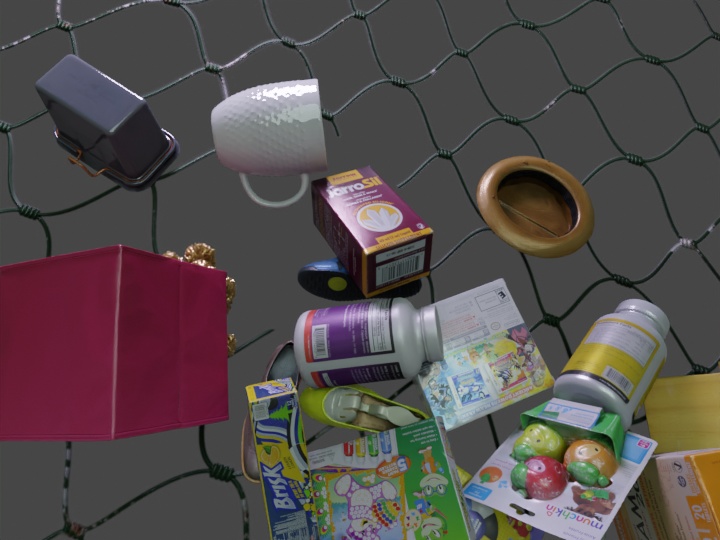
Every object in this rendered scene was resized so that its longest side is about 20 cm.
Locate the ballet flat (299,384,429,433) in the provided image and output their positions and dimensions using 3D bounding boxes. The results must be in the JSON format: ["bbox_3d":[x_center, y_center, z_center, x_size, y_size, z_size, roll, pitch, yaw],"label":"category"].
[{"bbox_3d":[0.010,0.200,0.759,0.198,0.067,0.067,16,69,1],"label":"ballet flat"}]

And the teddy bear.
[{"bbox_3d":[-0.254,0.051,0.792,0.144,0.067,0.202,0,68,-3],"label":"teddy bear"}]

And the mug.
[{"bbox_3d":[-0.145,-0.203,0.871,0.174,0.148,0.202,-7,100,-2],"label":"mug"}]

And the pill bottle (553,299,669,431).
[{"bbox_3d":[0.383,0.137,0.788,0.112,0.112,0.200,42,61,11],"label":"pill bottle"}]

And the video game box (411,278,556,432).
[{"bbox_3d":[0.170,0.130,0.813,0.199,0.047,0.183,-18,69,-11],"label":"video game box"}]

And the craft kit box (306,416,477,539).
[{"bbox_3d":[0.038,0.314,0.688,0.199,0.048,0.199,-21,71,15],"label":"craft kit box"}]

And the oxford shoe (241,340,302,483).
[{"bbox_3d":[-0.126,0.194,0.745,0.071,0.073,0.202,12,69,-1],"label":"oxford shoe"}]

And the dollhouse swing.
[{"bbox_3d":[0.562,0.253,0.808,0.181,0.175,0.202,20,60,-43],"label":"dollhouse swing"}]

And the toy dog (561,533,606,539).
[{"bbox_3d":[0.315,0.367,0.688,0.131,0.096,0.201,-14,69,-35],"label":"toy dog"}]

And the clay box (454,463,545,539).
[{"bbox_3d":[0.138,0.345,0.726,0.199,0.048,0.115,34,70,7],"label":"clay box"}]

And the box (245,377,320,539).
[{"bbox_3d":[-0.102,0.249,0.684,0.064,0.070,0.202,-9,96,-15],"label":"box"}]

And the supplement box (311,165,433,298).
[{"bbox_3d":[0.012,-0.066,0.805,0.110,0.086,0.200,-19,45,-19],"label":"supplement box"}]

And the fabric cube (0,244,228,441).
[{"bbox_3d":[-0.298,0.096,0.655,0.195,0.200,0.201,-9,78,21],"label":"fabric cube"}]

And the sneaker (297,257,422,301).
[{"bbox_3d":[0.000,0.000,0.845,0.198,0.066,0.079,-1,45,-1],"label":"sneaker"}]

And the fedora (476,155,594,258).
[{"bbox_3d":[0.287,-0.096,0.891,0.199,0.082,0.202,0,65,-1],"label":"fedora"}]

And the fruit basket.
[{"bbox_3d":[0.254,0.250,0.686,0.199,0.185,0.095,-23,106,-38],"label":"fruit basket"}]

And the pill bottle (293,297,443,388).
[{"bbox_3d":[0.013,0.101,0.746,0.198,0.113,0.113,-9,69,12],"label":"pill bottle"}]

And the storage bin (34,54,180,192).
[{"bbox_3d":[-0.420,-0.238,0.852,0.199,0.134,0.146,32,69,8],"label":"storage bin"}]

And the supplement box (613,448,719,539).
[{"bbox_3d":[0.409,0.305,0.684,0.073,0.200,0.127,-5,68,-11],"label":"supplement box"}]
